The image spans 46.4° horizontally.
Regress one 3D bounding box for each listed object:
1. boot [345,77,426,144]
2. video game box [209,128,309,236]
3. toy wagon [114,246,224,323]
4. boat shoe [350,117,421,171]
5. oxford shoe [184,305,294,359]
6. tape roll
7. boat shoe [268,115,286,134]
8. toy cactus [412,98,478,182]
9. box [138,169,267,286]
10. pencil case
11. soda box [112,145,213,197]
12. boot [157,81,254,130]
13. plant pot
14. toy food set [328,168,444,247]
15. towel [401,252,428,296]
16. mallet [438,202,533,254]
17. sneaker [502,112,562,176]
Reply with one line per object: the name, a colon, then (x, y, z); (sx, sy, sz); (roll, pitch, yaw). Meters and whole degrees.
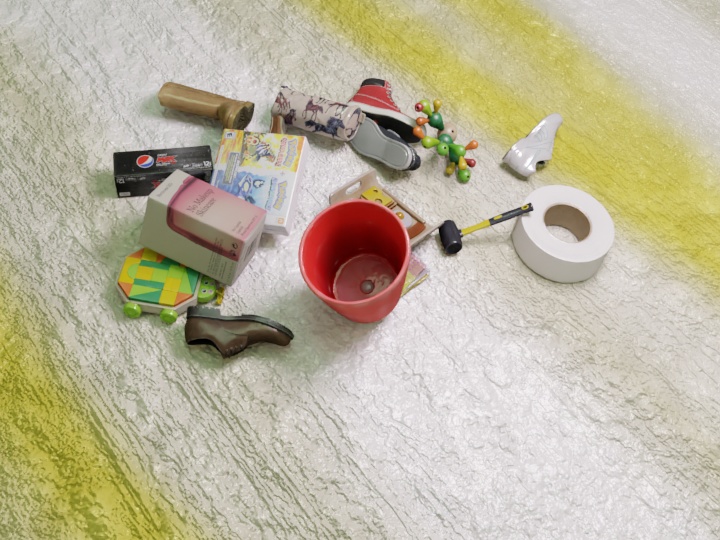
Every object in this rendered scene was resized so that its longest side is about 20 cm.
boot: (0.075, -0.367, 1.887); (0.196, 0.073, 0.145); (22, 52, 13)
video game box: (-0.208, -0.177, 1.670); (0.178, 0.047, 0.205); (7, 70, 10)
toy wagon: (-0.349, 0.022, 1.560); (0.195, 0.040, 0.158); (9, 54, -1)
boat shoe: (0.049, -0.269, 1.818); (0.200, 0.077, 0.060); (43, 21, 33)
oxford shoe: (-0.217, 0.121, 1.497); (0.195, 0.073, 0.086); (6, 69, -1)
tape roll: (0.413, -0.077, 1.720); (0.197, 0.071, 0.206); (4, 54, -5)
boat shoe: (-0.189, -0.242, 1.755); (0.072, 0.076, 0.204); (-1, 54, -2)
toy cactus: (0.188, -0.294, 1.816); (0.200, 0.102, 0.166); (46, 24, -10)
box: (-0.292, -0.082, 1.568); (0.196, 0.110, 0.129); (24, 33, 2)
pencil case: (-0.092, -0.340, 1.818); (0.196, 0.079, 0.090); (18, 43, 18)
soda box: (-0.397, -0.201, 1.702); (0.195, 0.064, 0.072); (-6, 54, -13)
boot: (-0.338, -0.345, 1.791); (0.195, 0.068, 0.175); (15, 17, 1)
plant pot: (0.000, 0.000, 1.516); (0.195, 0.178, 0.205); (-3, 67, 7)
toy food set: (0.051, -0.119, 1.683); (0.199, 0.061, 0.143); (40, 51, 20)
towel: (0.022, -0.017, 1.652); (0.199, 0.023, 0.143); (40, 59, 21)
mallet: (0.250, -0.102, 1.696); (0.197, 0.041, 0.067); (-26, 53, 2)
sneaker: (0.398, -0.277, 1.875); (0.080, 0.071, 0.200); (44, 62, 6)
